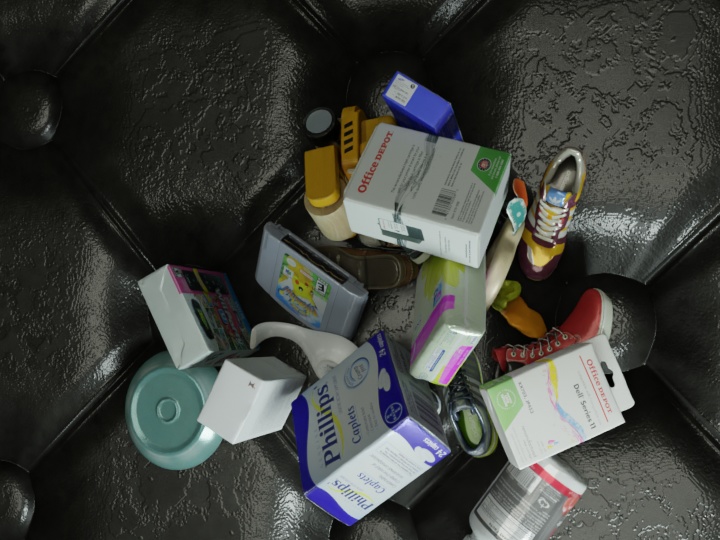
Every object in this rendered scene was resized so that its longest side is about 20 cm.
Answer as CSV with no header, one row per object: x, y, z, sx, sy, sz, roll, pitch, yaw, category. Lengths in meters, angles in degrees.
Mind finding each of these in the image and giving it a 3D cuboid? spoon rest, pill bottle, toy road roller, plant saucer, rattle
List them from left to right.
-0.319,0.236,1.320,0.196,0.036,0.205,-1,85,14,plant saucer
-0.078,0.129,1.252,0.197,0.061,0.101,21,124,12,spoon rest
-0.006,-0.159,1.203,0.143,0.123,0.204,-8,63,15,toy road roller
0.227,0.353,1.129,0.110,0.111,0.201,36,95,14,pill bottle
0.242,-0.010,1.128,0.142,0.130,0.203,32,110,17,rattle

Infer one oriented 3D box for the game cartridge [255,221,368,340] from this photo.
-0.083,0.025,1.237,0.198,0.134,0.040,35,51,15,game cartridge

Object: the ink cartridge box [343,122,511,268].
0.093,-0.107,1.082,0.197,0.084,0.148,17,62,18,ink cartridge box

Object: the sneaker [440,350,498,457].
0.156,0.185,1.178,0.073,0.081,0.203,-23,80,11,sneaker

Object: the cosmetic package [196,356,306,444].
-0.161,0.194,1.197,0.070,0.200,0.103,27,91,15,cosmetic package

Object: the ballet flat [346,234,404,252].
0.056,-0.063,1.232,0.196,0.068,0.070,7,88,15,ballet flat

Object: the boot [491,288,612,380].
0.271,0.104,1.132,0.142,0.072,0.203,23,93,-15,boot

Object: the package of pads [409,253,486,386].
0.126,0.045,1.124,0.067,0.155,0.203,14,52,-8,package of pads

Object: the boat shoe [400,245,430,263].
0.085,-0.107,1.173,0.065,0.074,0.202,30,56,-23,boat shoe

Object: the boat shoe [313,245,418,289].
0.000,0.000,1.243,0.197,0.067,0.074,10,98,35,boat shoe

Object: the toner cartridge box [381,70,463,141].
0.098,-0.223,1.167,0.094,0.200,0.044,36,92,14,toner cartridge box

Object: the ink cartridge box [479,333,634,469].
0.277,0.174,1.066,0.197,0.067,0.119,-23,84,-3,ink cartridge box

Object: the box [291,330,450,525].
0.008,0.227,1.142,0.199,0.105,0.185,-40,33,16,box

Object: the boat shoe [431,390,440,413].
0.051,0.268,1.204,0.072,0.068,0.201,42,96,14,boat shoe

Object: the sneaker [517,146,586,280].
0.282,-0.086,1.164,0.074,0.090,0.204,16,89,15,sneaker

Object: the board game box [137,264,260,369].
-0.248,0.074,1.230,0.064,0.200,0.149,-29,79,10,board game box
